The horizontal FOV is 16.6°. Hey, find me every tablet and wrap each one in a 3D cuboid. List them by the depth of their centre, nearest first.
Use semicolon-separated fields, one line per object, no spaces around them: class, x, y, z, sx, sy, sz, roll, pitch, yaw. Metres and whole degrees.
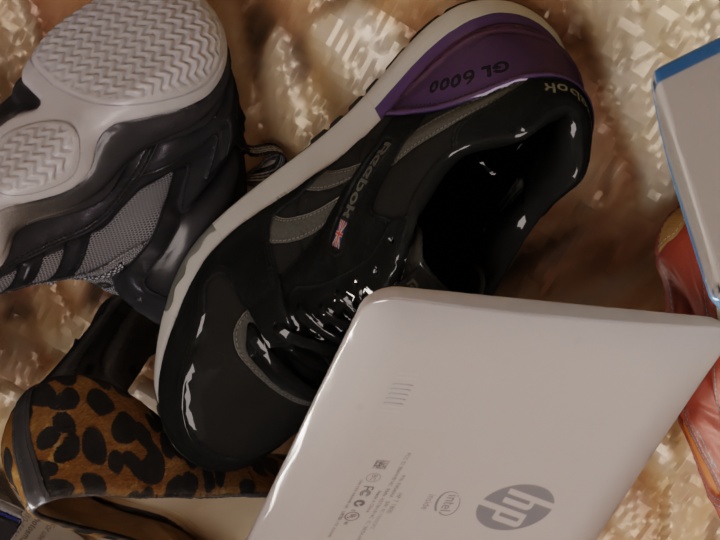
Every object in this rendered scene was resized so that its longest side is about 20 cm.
tablet;0.033;0.076;0.858;0.129;0.014;0.200;5;139;-19

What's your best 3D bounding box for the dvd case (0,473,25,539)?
dvd case;-0.228;0.028;0.898;0.200;0.150;0.025;30;98;-35

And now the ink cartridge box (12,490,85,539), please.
ink cartridge box;-0.232;0.126;1.033;0.200;0.084;0.146;35;124;-1

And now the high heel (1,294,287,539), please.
high heel;-0.052;0.110;0.921;0.071;0.143;0.200;-38;100;22

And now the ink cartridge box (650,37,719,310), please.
ink cartridge box;0.195;-0.012;0.730;0.146;0.086;0.200;-25;146;19

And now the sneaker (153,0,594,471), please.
sneaker;0.000;0.000;0.838;0.076;0.088;0.200;32;107;-24

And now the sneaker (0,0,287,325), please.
sneaker;-0.116;-0.008;0.880;0.200;0.076;0.114;-35;138;-1

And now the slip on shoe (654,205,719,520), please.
slip on shoe;0.147;0.058;0.876;0.061;0.074;0.201;24;138;49
